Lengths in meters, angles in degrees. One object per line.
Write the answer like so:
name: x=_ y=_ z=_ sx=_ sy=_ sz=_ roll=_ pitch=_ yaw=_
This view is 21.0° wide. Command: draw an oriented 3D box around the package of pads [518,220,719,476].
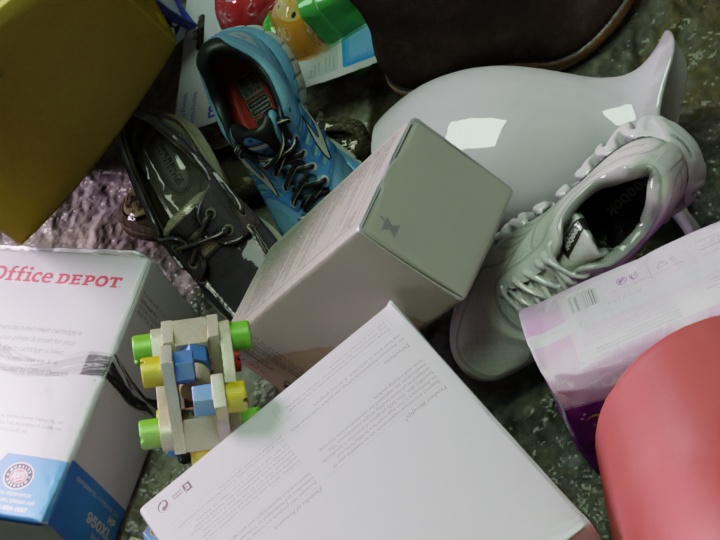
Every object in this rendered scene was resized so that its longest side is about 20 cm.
package of pads: x=0.201 y=0.035 z=1.109 sx=0.199 sy=0.121 sz=0.076 roll=-24 pitch=50 yaw=9

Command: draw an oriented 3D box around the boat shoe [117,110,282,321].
boat shoe: x=-0.108 y=-0.031 z=1.323 sx=0.072 sy=0.065 sz=0.201 roll=-41 pitch=65 yaw=18

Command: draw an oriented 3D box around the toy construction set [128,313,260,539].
toy construction set: x=-0.100 y=0.110 z=1.189 sx=0.091 sy=0.201 sz=0.131 roll=3 pitch=36 yaw=-13

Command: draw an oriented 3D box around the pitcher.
pitcher: x=0.115 y=-0.050 z=1.228 sx=0.199 sy=0.121 sz=0.173 roll=-10 pitch=75 yaw=15

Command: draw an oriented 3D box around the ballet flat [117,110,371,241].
ballet flat: x=-0.088 y=-0.071 z=1.382 sx=0.199 sy=0.046 sz=0.068 roll=-15 pitch=53 yaw=17

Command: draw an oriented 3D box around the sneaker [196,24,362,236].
sneaker: x=-0.054 y=-0.074 z=1.300 sx=0.078 sy=0.090 sz=0.201 roll=-36 pitch=82 yaw=17

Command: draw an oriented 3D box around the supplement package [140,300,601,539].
supplement package: x=0.022 y=0.169 z=1.089 sx=0.191 sy=0.147 sz=0.200 roll=-39 pitch=49 yaw=-3

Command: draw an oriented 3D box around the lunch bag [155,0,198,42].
lunch bag: x=-0.241 y=-0.205 z=1.492 sx=0.170 sy=0.124 sz=0.200 roll=-45 pitch=53 yaw=12

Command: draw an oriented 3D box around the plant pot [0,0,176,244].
plant pot: x=-0.244 y=-0.173 z=1.299 sx=0.176 sy=0.200 sz=0.201 roll=-35 pitch=60 yaw=7

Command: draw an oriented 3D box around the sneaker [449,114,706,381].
sneaker: x=0.118 y=-0.007 z=1.146 sx=0.200 sy=0.075 sz=0.081 roll=-50 pitch=0 yaw=23

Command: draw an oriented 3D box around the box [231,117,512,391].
box: x=0.000 y=0.000 z=1.189 sx=0.200 sy=0.078 sz=0.095 roll=-38 pitch=21 yaw=55

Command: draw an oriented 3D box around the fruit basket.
fruit basket: x=-0.054 y=-0.205 z=1.432 sx=0.199 sy=0.094 sz=0.186 roll=-14 pitch=52 yaw=23

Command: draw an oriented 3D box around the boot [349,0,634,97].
boot: x=0.091 y=-0.197 z=1.298 sx=0.200 sy=0.167 sz=0.072 roll=-37 pitch=49 yaw=-1

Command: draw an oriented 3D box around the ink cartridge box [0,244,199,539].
ink cartridge box: x=-0.214 y=0.090 z=1.309 sx=0.144 sy=0.084 sz=0.201 roll=4 pitch=60 yaw=29

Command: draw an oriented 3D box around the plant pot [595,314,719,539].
plant pot: x=0.215 y=0.130 z=1.002 sx=0.200 sy=0.201 sz=0.178 roll=-29 pitch=38 yaw=6
